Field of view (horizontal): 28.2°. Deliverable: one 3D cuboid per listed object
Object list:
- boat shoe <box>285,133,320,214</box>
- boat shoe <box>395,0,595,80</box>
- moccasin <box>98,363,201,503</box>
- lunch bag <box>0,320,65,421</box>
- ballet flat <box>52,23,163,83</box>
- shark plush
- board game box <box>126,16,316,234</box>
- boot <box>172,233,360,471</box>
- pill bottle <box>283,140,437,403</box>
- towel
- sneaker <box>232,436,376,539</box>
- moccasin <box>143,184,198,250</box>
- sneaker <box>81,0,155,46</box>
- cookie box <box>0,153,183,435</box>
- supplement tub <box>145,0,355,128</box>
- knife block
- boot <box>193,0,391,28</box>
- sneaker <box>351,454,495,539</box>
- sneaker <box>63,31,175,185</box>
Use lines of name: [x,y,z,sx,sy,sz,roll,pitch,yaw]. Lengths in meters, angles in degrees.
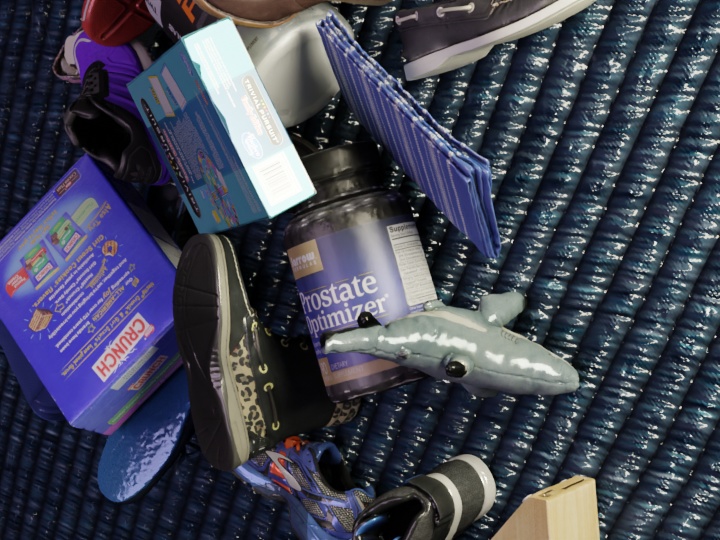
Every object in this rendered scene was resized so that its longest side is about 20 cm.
boat shoe: [-0.111,-0.092,1.313,0.199,0.073,0.075,18,113,42]
boat shoe: [0.098,-0.197,1.077,0.200,0.074,0.061,-15,94,55]
moccasin: [-0.173,0.140,1.377,0.080,0.068,0.200,38,94,25]
lunch bag: [-0.288,0.051,1.487,0.200,0.135,0.132,56,133,21]
ballet flat: [-0.245,-0.240,1.418,0.200,0.071,0.069,-35,80,44]
shark plush: [0.069,0.054,1.092,0.091,0.199,0.083,-62,28,14]
board game box: [-0.119,-0.111,1.177,0.152,0.047,0.200,64,160,-7]
boot: [-0.080,0.060,1.261,0.073,0.153,0.205,2,101,50]
pill bottle: [0.000,0.000,1.194,0.112,0.111,0.201,-20,86,46]
towel: [0.042,-0.106,1.136,0.200,0.024,0.145,49,171,27]
sneaker: [-0.053,0.182,1.336,0.200,0.075,0.079,39,110,28]
moccasin: [-0.176,0.002,1.402,0.068,0.080,0.201,5,104,41]
sneaker: [-0.212,-0.309,1.346,0.115,0.078,0.201,33,90,48]
cookie box: [-0.247,0.023,1.350,0.171,0.075,0.200,-44,64,9]
supplement tub: [-0.106,-0.225,1.240,0.200,0.122,0.123,48,130,26]
knife block: [0.160,0.287,1.135,0.176,0.064,0.200,52,131,23]
boot: [-0.019,-0.251,1.082,0.166,0.199,0.073,-36,66,58]
sneaker: [0.024,0.235,1.227,0.073,0.111,0.200,52,131,25]
sneaker: [-0.232,-0.154,1.313,0.200,0.099,0.070,53,134,30]
